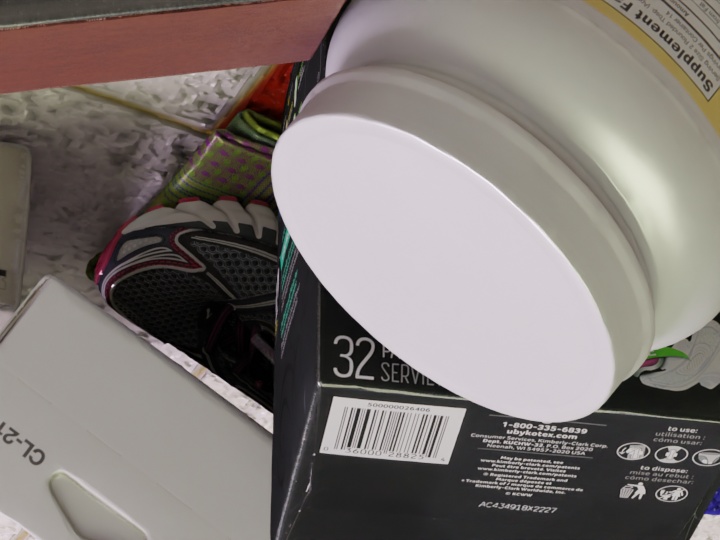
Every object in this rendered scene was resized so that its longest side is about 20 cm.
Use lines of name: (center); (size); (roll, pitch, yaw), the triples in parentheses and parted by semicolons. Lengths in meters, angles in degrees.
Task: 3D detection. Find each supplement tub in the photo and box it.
supplement tub: (0.080, -0.067, 0.806); (0.145, 0.200, 0.146); (31, 153, 18)

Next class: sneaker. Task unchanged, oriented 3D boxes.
sneaker: (-0.015, 0.039, 1.047); (0.200, 0.075, 0.081); (27, 139, -1)

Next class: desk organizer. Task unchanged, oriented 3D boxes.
desk organizer: (-0.106, -0.090, 0.740); (0.199, 0.072, 0.077); (-7, 170, -12)

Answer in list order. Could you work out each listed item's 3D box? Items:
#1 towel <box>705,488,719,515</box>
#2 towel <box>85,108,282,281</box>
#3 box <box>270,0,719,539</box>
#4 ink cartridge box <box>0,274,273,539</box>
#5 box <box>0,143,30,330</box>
towel: (0.132, 0.066, 1.153); (0.199, 0.050, 0.148); (2, 150, -16)
towel: (0.000, 0.000, 1.104); (0.199, 0.023, 0.144); (18, 144, -23)
box: (0.048, -0.008, 0.927); (0.148, 0.201, 0.124); (6, 145, -7)
ink cartridge box: (-0.071, 0.090, 1.039); (0.146, 0.083, 0.200); (36, 174, 10)
box: (-0.180, 0.032, 1.090); (0.068, 0.082, 0.200); (7, 145, -9)
